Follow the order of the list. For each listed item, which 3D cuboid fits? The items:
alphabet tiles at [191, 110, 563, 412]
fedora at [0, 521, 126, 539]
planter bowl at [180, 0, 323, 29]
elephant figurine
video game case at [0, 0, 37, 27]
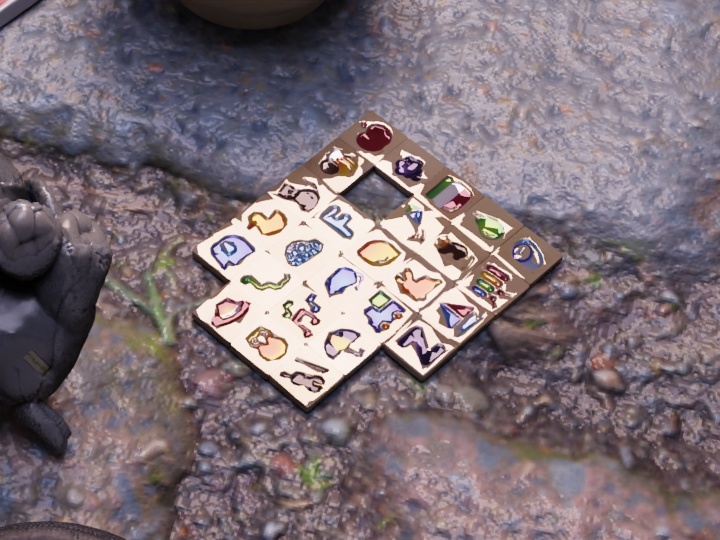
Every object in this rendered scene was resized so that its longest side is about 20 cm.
[{"bbox_3d":[0.000,0.000,1.625,0.167,0.008,0.200,38,59,22],"label":"alphabet tiles"},{"bbox_3d":[-0.160,0.233,1.378,0.199,0.092,0.202,2,52,-3],"label":"fedora"},{"bbox_3d":[-0.071,-0.245,1.728,0.198,0.135,0.201,2,51,-3],"label":"planter bowl"},{"bbox_3d":[-0.225,-0.020,1.556,0.141,0.156,0.200,22,15,-30],"label":"elephant figurine"},{"bbox_3d":[-0.275,-0.250,1.790,0.200,0.018,0.143,37,58,22],"label":"video game case"}]
